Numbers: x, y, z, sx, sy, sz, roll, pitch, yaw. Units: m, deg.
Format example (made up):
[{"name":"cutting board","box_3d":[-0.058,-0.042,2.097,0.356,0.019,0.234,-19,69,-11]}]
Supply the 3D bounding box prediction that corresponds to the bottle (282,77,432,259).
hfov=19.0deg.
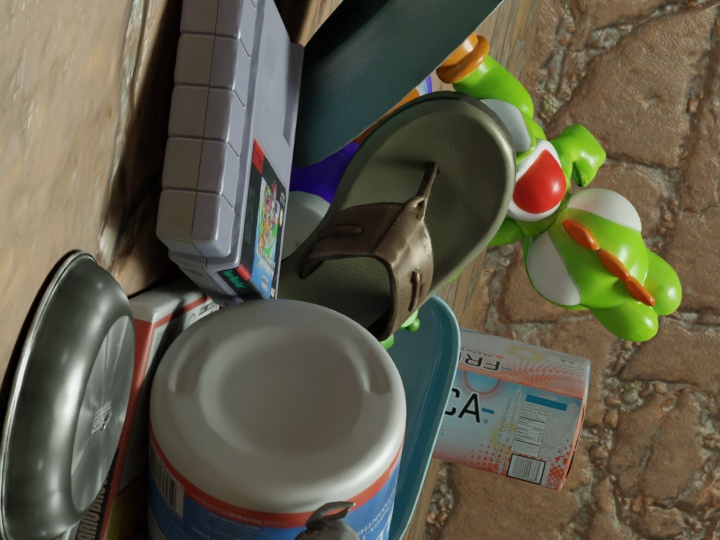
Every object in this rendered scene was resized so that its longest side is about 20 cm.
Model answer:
[{"name":"bottle","box_3d":[-0.011,-0.059,1.202,0.200,0.065,0.084,-63,175,-60]}]

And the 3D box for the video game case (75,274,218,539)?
[{"name":"video game case","box_3d":[-0.105,0.104,0.978,0.143,0.017,0.201,-34,138,-80]}]

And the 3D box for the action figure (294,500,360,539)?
[{"name":"action figure","box_3d":[-0.067,0.166,0.848,0.200,0.069,0.130,-48,159,-12]}]

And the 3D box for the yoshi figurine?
[{"name":"yoshi figurine","box_3d":[0.082,-0.040,1.135,0.112,0.200,0.112,-38,-165,33]}]

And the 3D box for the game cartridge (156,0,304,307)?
[{"name":"game cartridge","box_3d":[-0.052,-0.054,0.939,0.200,0.038,0.131,62,29,-81]}]

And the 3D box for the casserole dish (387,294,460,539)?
[{"name":"casserole dish","box_3d":[-0.014,0.077,1.239,0.039,0.120,0.201,-74,180,-71]}]

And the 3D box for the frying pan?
[{"name":"frying pan","box_3d":[-0.118,0.086,0.800,0.115,0.031,0.191,74,29,-75]}]

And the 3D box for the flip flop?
[{"name":"flip flop","box_3d":[0.000,0.000,1.046,0.200,0.081,0.058,-44,-163,14]}]

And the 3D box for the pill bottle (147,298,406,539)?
[{"name":"pill bottle","box_3d":[-0.042,0.117,0.977,0.201,0.111,0.113,97,10,-49]}]

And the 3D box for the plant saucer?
[{"name":"plant saucer","box_3d":[0.026,-0.135,1.072,0.200,0.036,0.200,-43,-168,11]}]

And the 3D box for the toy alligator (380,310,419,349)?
[{"name":"toy alligator","box_3d":[0.005,0.021,1.156,0.199,0.059,0.055,-27,106,-29]}]

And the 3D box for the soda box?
[{"name":"soda box","box_3d":[0.036,0.068,1.289,0.068,0.199,0.064,-64,168,-70]}]
